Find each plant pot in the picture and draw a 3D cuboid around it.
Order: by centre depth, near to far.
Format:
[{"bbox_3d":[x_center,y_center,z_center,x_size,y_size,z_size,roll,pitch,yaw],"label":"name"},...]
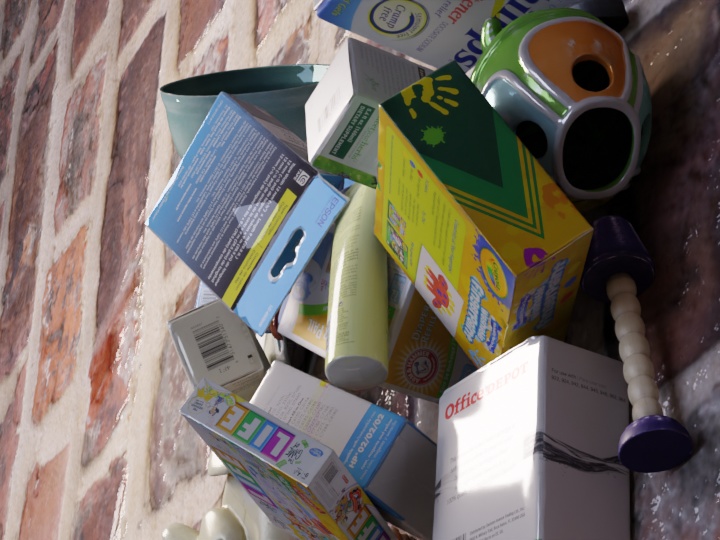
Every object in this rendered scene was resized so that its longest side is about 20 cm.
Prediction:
[{"bbox_3d":[-0.101,-0.132,1.932,0.200,0.199,0.135,-153,54,-66],"label":"plant pot"}]

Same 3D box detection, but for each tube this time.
[{"bbox_3d":[0.000,0.000,1.516,0.058,0.052,0.201,-12,52,16],"label":"tube"}]

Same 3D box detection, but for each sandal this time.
[{"bbox_3d":[0.145,-0.164,1.543,0.200,0.076,0.043,-35,66,55],"label":"sandal"}]

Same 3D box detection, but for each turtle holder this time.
[{"bbox_3d":[0.146,-0.097,1.404,0.186,0.140,0.132,-63,27,17],"label":"turtle holder"}]

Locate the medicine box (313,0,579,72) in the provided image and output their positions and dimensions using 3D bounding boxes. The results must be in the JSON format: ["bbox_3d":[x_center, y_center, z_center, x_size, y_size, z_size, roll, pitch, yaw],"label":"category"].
[{"bbox_3d":[0.090,-0.264,1.565,0.182,0.199,0.104,-43,35,48],"label":"medicine box"}]

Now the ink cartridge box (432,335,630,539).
[{"bbox_3d":[0.121,0.168,1.342,0.145,0.083,0.201,-37,42,52],"label":"ink cartridge box"}]

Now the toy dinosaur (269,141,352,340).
[{"bbox_3d":[-0.015,-0.059,1.732,0.105,0.180,0.201,-120,21,-46],"label":"toy dinosaur"}]

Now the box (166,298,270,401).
[{"bbox_3d":[-0.119,0.095,1.733,0.200,0.068,0.083,74,173,-70],"label":"box"}]

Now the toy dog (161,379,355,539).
[{"bbox_3d":[-0.064,0.190,1.667,0.194,0.139,0.201,38,109,51],"label":"toy dog"}]

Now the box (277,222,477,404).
[{"bbox_3d":[0.027,0.037,1.597,0.200,0.101,0.113,22,94,61],"label":"box"}]

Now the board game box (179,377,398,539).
[{"bbox_3d":[-0.046,0.169,1.444,0.134,0.200,0.034,26,70,34],"label":"board game box"}]

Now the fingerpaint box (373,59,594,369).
[{"bbox_3d":[0.086,-0.030,1.377,0.167,0.073,0.200,53,164,22],"label":"fingerpaint box"}]

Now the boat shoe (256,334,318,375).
[{"bbox_3d":[-0.058,0.016,1.854,0.065,0.074,0.204,3,80,59],"label":"boat shoe"}]

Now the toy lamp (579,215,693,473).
[{"bbox_3d":[0.189,0.046,1.315,0.058,0.058,0.201,-50,31,39],"label":"toy lamp"}]

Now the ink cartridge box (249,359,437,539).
[{"bbox_3d":[-0.018,0.140,1.509,0.199,0.115,0.068,20,74,44],"label":"ink cartridge box"}]

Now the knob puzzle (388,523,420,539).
[{"bbox_3d":[0.033,0.249,1.541,0.220,0.030,0.221,-46,35,46],"label":"knob puzzle"}]

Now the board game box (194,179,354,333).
[{"bbox_3d":[-0.058,-0.014,1.789,0.199,0.037,0.153,1,71,31],"label":"board game box"}]

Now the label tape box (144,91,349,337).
[{"bbox_3d":[-0.087,-0.046,1.640,0.200,0.066,0.144,41,104,39],"label":"label tape box"}]

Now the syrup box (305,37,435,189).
[{"bbox_3d":[0.060,-0.105,1.520,0.079,0.199,0.082,-54,27,34],"label":"syrup box"}]
